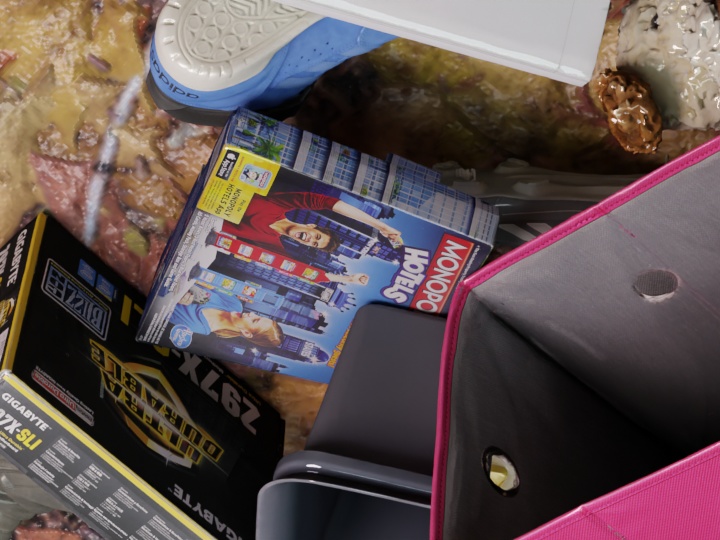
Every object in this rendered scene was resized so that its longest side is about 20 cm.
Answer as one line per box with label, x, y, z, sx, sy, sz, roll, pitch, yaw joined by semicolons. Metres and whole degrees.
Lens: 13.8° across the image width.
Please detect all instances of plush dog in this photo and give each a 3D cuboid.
plush dog;0.207;-0.123;1.493;0.172;0.200;0.161;0;134;44

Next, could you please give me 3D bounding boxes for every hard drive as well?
hard drive;0.035;-0.184;1.512;0.200;0.026;0.132;15;80;-9

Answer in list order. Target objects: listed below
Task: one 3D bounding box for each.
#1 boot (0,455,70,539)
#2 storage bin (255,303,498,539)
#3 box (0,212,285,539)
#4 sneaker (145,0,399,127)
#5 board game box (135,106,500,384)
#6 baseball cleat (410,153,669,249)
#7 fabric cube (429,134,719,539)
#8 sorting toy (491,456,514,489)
boot;-0.175;0.128;1.745;0.131;0.068;0.200;-35;108;26
storage bin;0.030;0.120;1.585;0.145;0.135;0.200;12;146;7
box;-0.129;0.082;1.650;0.049;0.160;0.200;-39;113;22
sneaker;-0.022;-0.136;1.566;0.200;0.111;0.077;-26;82;-17
board game box;0.000;0.000;1.603;0.200;0.062;0.200;20;144;-7
baseball cleat;0.117;-0.010;1.632;0.200;0.070;0.107;1;106;0
fabric cube;0.175;0.089;1.468;0.200;0.196;0.199;-29;128;34
sorting toy;0.066;0.125;1.718;0.200;0.107;0.180;2;113;7
